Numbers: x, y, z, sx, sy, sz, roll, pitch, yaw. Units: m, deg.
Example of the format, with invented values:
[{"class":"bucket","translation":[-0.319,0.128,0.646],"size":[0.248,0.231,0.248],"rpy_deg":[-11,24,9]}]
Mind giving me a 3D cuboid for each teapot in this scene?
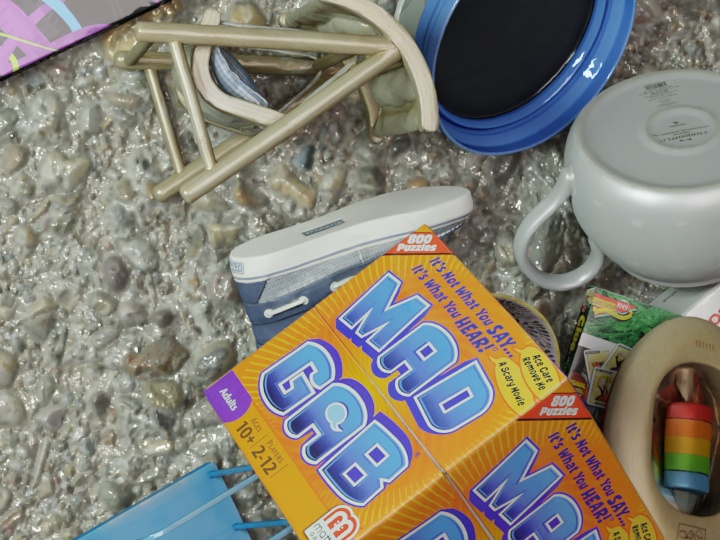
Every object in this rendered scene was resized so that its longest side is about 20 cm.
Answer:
[{"class":"teapot","translation":[0.251,-0.054,1.572],"size":[0.197,0.200,0.146],"rpy_deg":[-47,144,-38]}]

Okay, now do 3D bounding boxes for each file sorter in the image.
[{"class":"file sorter","translation":[-0.100,0.261,1.493],"size":[0.139,0.123,0.200],"rpy_deg":[-28,97,-33]}]

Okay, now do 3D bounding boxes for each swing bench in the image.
[{"class":"swing bench","translation":[-0.065,-0.136,1.476],"size":[0.199,0.199,0.130],"rpy_deg":[-17,94,-11]}]

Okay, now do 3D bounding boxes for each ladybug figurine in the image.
[{"class":"ladybug figurine","translation":[0.233,0.135,1.486],"size":[0.135,0.072,0.201],"rpy_deg":[16,74,-23]}]

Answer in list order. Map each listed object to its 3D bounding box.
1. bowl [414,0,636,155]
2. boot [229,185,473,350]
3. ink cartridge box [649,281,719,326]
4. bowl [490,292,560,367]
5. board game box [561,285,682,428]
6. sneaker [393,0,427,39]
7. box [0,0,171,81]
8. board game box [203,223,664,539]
[{"class":"bowl","translation":[0.126,-0.185,1.541],"size":[0.200,0.039,0.201],"rpy_deg":[-22,133,-26]},{"class":"boot","translation":[0.000,0.000,1.566],"size":[0.199,0.073,0.091],"rpy_deg":[-17,109,-9]},{"class":"ink cartridge box","translation":[0.286,0.123,1.611],"size":[0.147,0.083,0.200],"rpy_deg":[-39,98,-8]},{"class":"bowl","translation":[0.045,0.080,1.539],"size":[0.200,0.094,0.201],"rpy_deg":[-16,127,-22]},{"class":"board game box","translation":[0.255,0.091,1.551],"size":[0.199,0.023,0.105],"rpy_deg":[18,86,-10]},{"class":"sneaker","translation":[0.076,-0.224,1.556],"size":[0.074,0.079,0.201],"rpy_deg":[13,105,-11]},{"class":"box","translation":[-0.259,-0.232,1.518],"size":[0.200,0.036,0.143],"rpy_deg":[-27,96,-11]},{"class":"board game box","translation":[0.051,0.136,1.384],"size":[0.200,0.200,0.200],"rpy_deg":[-37,132,-3]}]
